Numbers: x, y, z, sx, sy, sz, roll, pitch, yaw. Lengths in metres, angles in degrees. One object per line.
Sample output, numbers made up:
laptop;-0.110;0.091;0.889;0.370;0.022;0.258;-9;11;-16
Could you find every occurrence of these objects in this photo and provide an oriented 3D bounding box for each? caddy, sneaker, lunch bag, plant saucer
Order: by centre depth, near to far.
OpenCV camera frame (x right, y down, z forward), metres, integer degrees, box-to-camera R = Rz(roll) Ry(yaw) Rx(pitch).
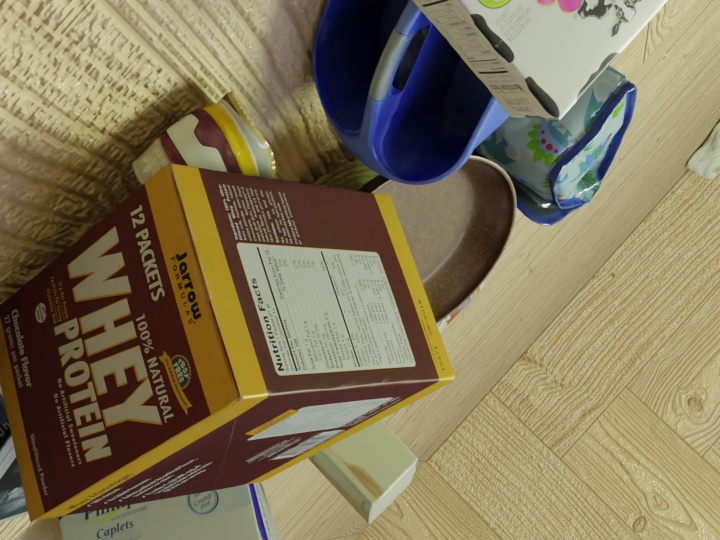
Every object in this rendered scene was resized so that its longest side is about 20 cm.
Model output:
caddy;0.043;-0.153;0.693;0.105;0.141;0.201;-38;162;-42
sneaker;-0.106;-0.041;0.713;0.089;0.075;0.201;-29;156;-14
plant saucer;0.035;-0.019;0.837;0.197;0.037;0.202;-23;142;-19
lunch bag;0.142;-0.138;0.918;0.128;0.170;0.200;-47;165;2
sneaker;0.897;-0.314;2.576;0.070;0.080;0.202;-23;149;-49

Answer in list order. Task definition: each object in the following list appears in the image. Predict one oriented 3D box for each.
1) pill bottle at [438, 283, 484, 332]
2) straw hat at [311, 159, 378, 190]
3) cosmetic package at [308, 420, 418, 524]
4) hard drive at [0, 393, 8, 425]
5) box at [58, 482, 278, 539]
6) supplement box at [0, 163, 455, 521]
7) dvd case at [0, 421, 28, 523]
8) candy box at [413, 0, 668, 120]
pill bottle;0.037;0.044;1.167;0.200;0.112;0.112;-44;163;-11
straw hat;0.000;0.000;0.928;0.198;0.086;0.202;-24;150;-15
cosmetic package;-0.033;0.165;1.107;0.071;0.200;0.106;-41;162;-17
hard drive;-0.280;0.083;0.580;0.135;0.042;0.201;-42;163;-17
box;-0.178;0.269;1.027;0.181;0.107;0.201;-17;158;-5
supplement box;-0.087;0.049;0.654;0.196;0.135;0.198;-32;159;33
dvd case;-0.240;0.139;0.841;0.151;0.025;0.199;-52;162;15
candy box;0.089;-0.213;0.564;0.168;0.200;0.071;-46;-163;-4
